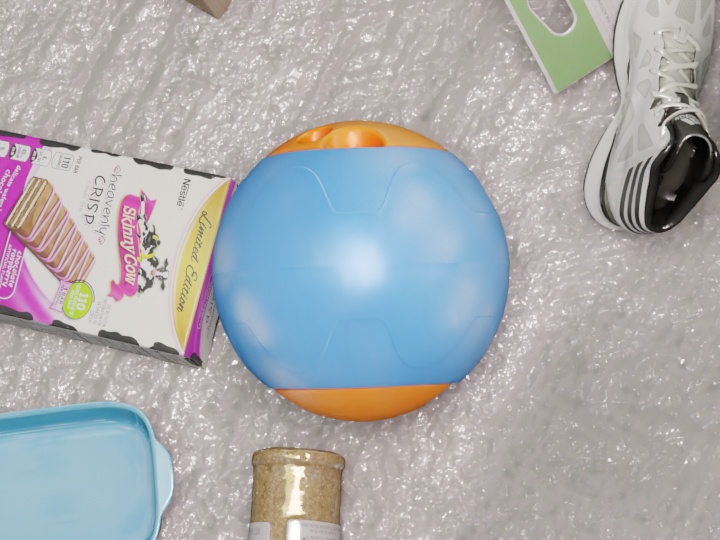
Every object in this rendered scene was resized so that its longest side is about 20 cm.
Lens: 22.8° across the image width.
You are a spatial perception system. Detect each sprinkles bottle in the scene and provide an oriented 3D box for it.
[{"bbox_3d":[-0.048,0.226,1.233,0.068,0.068,0.201,1,78,12],"label":"sprinkles bottle"}]

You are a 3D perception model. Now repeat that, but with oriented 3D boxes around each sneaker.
[{"bbox_3d":[0.219,-0.118,1.207,0.075,0.115,0.202,11,95,-20],"label":"sneaker"}]

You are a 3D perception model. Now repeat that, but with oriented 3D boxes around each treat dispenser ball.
[{"bbox_3d":[0.000,0.000,1.202,0.200,0.201,0.202,-2,78,11],"label":"treat dispenser ball"}]

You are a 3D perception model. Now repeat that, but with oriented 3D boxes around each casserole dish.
[{"bbox_3d":[-0.226,0.163,1.300,0.199,0.039,0.122,-8,76,9],"label":"casserole dish"}]

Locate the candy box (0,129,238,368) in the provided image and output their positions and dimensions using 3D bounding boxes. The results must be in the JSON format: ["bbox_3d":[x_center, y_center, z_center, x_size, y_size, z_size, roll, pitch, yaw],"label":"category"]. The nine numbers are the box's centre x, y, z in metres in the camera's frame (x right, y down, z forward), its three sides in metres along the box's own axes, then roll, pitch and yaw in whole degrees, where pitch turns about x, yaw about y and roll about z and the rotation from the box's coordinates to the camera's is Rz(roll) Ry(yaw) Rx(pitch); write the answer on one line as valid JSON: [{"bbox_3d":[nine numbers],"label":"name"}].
[{"bbox_3d":[-0.196,-0.017,1.320,0.199,0.061,0.137,12,80,13],"label":"candy box"}]

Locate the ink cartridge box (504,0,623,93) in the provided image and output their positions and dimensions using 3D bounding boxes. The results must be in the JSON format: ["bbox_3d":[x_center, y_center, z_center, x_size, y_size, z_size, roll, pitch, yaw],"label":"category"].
[{"bbox_3d":[0.186,-0.237,1.248,0.199,0.146,0.048,-31,31,4],"label":"ink cartridge box"}]

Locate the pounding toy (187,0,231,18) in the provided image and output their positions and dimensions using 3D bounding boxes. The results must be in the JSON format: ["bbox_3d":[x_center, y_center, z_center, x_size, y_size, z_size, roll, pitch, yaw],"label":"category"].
[{"bbox_3d":[-0.095,-0.308,1.297,0.142,0.184,0.200,32,86,16],"label":"pounding toy"}]
